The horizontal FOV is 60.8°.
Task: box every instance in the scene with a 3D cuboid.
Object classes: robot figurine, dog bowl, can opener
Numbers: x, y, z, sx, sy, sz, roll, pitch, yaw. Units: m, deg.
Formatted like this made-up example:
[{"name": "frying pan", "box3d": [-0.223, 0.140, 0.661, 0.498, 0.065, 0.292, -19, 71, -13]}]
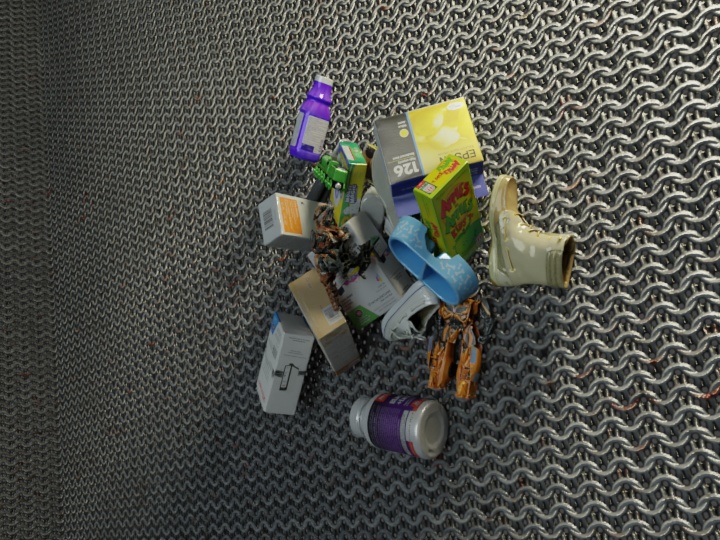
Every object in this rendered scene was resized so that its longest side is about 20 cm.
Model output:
[{"name": "robot figurine", "box3d": [0.190, 0.138, 1.199, 0.142, 0.057, 0.207, 8, 93, 42]}, {"name": "dog bowl", "box3d": [0.131, -0.014, 1.149, 0.199, 0.112, 0.050, 42, 72, 14]}, {"name": "can opener", "box3d": [-0.067, -0.222, 1.480, 0.203, 0.052, 0.067, -58, 47, 25]}]

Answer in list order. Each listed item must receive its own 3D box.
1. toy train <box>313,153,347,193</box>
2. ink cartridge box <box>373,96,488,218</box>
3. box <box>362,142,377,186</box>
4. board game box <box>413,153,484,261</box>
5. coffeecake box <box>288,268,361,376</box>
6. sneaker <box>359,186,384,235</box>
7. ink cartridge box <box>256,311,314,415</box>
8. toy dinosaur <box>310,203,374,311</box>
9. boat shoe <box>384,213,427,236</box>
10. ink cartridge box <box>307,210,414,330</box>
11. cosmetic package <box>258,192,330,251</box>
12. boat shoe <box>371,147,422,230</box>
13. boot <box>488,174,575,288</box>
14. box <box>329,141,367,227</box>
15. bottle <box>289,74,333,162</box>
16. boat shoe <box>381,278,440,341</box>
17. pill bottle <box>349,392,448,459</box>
[{"name": "toy train", "box3d": [-0.068, -0.221, 1.369, 0.200, 0.041, 0.058, -127, 52, -65]}, {"name": "ink cartridge box", "box3d": [0.139, -0.225, 1.214, 0.191, 0.047, 0.206, -14, 70, -2]}, {"name": "box", "box3d": [0.072, -0.205, 1.348, 0.199, 0.049, 0.077, 38, 113, 38]}, {"name": "board game box", "box3d": [0.168, -0.099, 1.133, 0.101, 0.202, 0.047, -43, 48, -17]}, {"name": "coffeecake box", "box3d": [-0.076, 0.119, 1.364, 0.072, 0.202, 0.155, -29, 59, -8]}, {"name": "sneaker", "box3d": [0.019, -0.089, 1.386, 0.089, 0.073, 0.205, -93, 13, -61]}, {"name": "ink cartridge box", "box3d": [-0.187, 0.226, 1.504, 0.146, 0.082, 0.206, -136, 59, -66]}, {"name": "toy dinosaur", "box3d": [-0.049, -0.028, 1.243, 0.133, 0.102, 0.205, 6, 123, 42]}, {"name": "boat shoe", "box3d": [0.119, -0.054, 1.286, 0.201, 0.072, 0.067, 52, 137, 36]}, {"name": "ink cartridge box", "box3d": [0.000, 0.000, 1.321, 0.144, 0.084, 0.202, -34, 92, 35]}, {"name": "cosmetic package", "box3d": [-0.137, -0.107, 1.438, 0.070, 0.197, 0.105, -25, 70, 38]}, {"name": "boat shoe", "box3d": [0.079, -0.166, 1.261, 0.075, 0.061, 0.205, -40, 60, 38]}, {"name": "boot", "box3d": [0.306, -0.071, 1.096, 0.152, 0.072, 0.208, 2, 90, 44]}, {"name": "box", "box3d": [-0.034, -0.172, 1.390, 0.118, 0.047, 0.205, -112, 27, -54]}, {"name": "bottle", "box3d": [-0.116, -0.376, 1.521, 0.065, 0.082, 0.206, 27, 106, 41]}, {"name": "boat shoe", "box3d": [0.108, 0.108, 1.248, 0.203, 0.073, 0.088, -53, 43, 43]}, {"name": "pill bottle", "box3d": [0.074, 0.313, 1.260, 0.196, 0.110, 0.116, -2, 85, 43]}]
